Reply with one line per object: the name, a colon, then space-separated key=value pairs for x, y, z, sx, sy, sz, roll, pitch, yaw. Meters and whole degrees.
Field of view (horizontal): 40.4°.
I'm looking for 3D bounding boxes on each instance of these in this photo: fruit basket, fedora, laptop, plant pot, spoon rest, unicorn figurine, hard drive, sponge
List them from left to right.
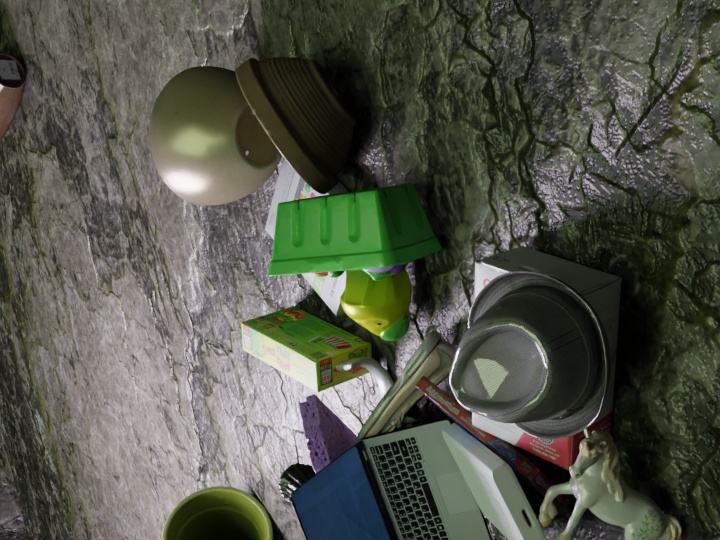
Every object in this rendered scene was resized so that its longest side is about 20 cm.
plant pot: x=-0.867 y=-0.418 z=2.281 sx=0.199 sy=0.186 sz=0.190 roll=-29 pitch=79 yaw=39
plant pot: x=-0.260 y=0.538 z=1.812 sx=0.200 sy=0.198 sz=0.192 roll=47 pitch=150 yaw=32
plant pot: x=-0.182 y=-0.193 z=1.399 sx=0.133 sy=0.199 sz=0.204 roll=6 pitch=108 yaw=45
plant pot: x=-0.069 y=-0.208 z=1.283 sx=0.092 sy=0.201 sz=0.203 roll=-34 pitch=71 yaw=11
sponge: x=-0.020 y=0.264 z=1.355 sx=0.200 sy=0.029 sz=0.113 roll=52 pitch=-164 yaw=-48
fruit basket: x=0.000 y=0.000 z=1.243 sx=0.213 sy=0.155 sz=0.220 roll=7 pitch=103 yaw=33
spoon rest: x=0.036 y=0.208 z=1.378 sx=0.099 sy=0.060 sz=0.202 roll=-12 pitch=106 yaw=52
laptop: x=0.044 y=0.317 z=1.242 sx=0.197 sy=0.116 sz=0.190 roll=-16 pitch=104 yaw=18
hard drive: x=0.159 y=0.261 z=1.148 sx=0.133 sy=0.026 sz=0.200 roll=63 pitch=172 yaw=-8
fedora: x=0.155 y=0.096 z=0.988 sx=0.199 sy=0.089 sz=0.180 roll=-25 pitch=84 yaw=51
unicorn figurine: x=0.252 y=0.243 z=1.016 sx=0.138 sy=0.198 sz=0.074 roll=-54 pitch=23 yaw=18

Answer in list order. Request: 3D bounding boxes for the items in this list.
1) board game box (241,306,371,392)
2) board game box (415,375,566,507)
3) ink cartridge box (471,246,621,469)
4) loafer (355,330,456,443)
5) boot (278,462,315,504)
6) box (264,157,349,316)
board game box: x=-0.083 y=0.113 z=1.452 sx=0.199 sy=0.100 sz=0.048 roll=21 pitch=119 yaw=48
board game box: x=0.155 y=0.204 z=1.179 sx=0.199 sy=0.020 sz=0.103 roll=37 pitch=175 yaw=40
ink cartridge box: x=0.201 y=0.092 z=1.072 sx=0.147 sy=0.085 sz=0.204 roll=21 pitch=118 yaw=46
loafer: x=0.063 y=0.171 z=1.277 sx=0.062 sy=0.072 sz=0.201 roll=35 pitch=117 yaw=6
boot: x=-0.065 y=0.337 z=1.487 sx=0.157 sy=0.079 sz=0.213 roll=39 pitch=156 yaw=38
box: x=-0.057 y=-0.060 z=1.405 sx=0.200 sy=0.041 sz=0.157 roll=48 pitch=137 yaw=30
